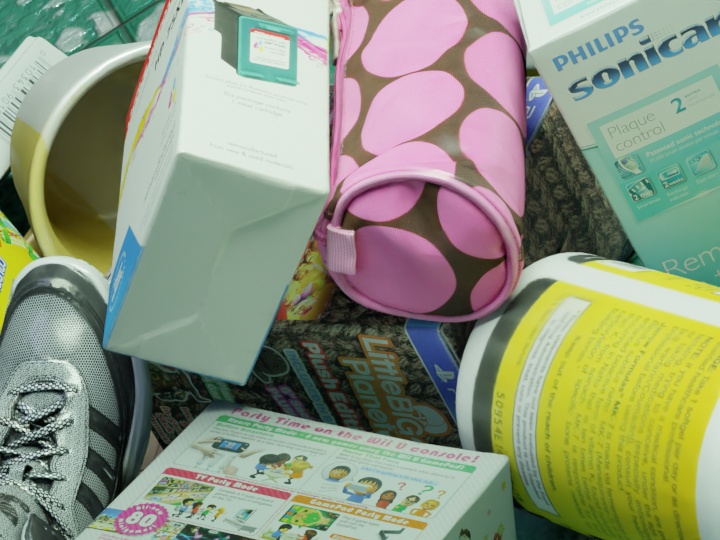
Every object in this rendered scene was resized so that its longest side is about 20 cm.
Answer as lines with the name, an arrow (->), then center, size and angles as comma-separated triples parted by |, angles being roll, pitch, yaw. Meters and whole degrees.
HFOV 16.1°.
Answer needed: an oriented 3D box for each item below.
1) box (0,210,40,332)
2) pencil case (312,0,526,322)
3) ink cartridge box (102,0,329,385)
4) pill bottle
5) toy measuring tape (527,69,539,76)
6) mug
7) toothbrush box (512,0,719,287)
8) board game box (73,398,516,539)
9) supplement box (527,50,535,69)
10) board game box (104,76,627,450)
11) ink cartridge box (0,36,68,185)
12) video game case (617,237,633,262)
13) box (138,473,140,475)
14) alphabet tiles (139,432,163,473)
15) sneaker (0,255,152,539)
box -> -0.256, 0.049, 1.229 | 0.200, 0.193, 0.122 | -31, 26, 15
pencil case -> 0.025, -0.068, 1.097 | 0.093, 0.091, 0.200 | 7, 41, -4
ink cartridge box -> -0.061, -0.064, 1.111 | 0.200, 0.067, 0.116 | -91, 20, -49
pill bottle -> 0.142, 0.065, 1.015 | 0.114, 0.114, 0.200 | -47, 36, -21
toy measuring tape -> 0.108, -0.097, 1.288 | 0.200, 0.074, 0.074 | 8, 51, 44
mug -> -0.135, -0.050, 1.349 | 0.186, 0.150, 0.153 | -21, 18, -16
toothbrush box -> 0.168, -0.073, 1.091 | 0.146, 0.200, 0.085 | -24, 34, 10
board game box -> -0.045, 0.137, 1.007 | 0.147, 0.065, 0.200 | 10, 34, 29
supplement box -> 0.136, -0.173, 1.263 | 0.199, 0.102, 0.103 | -8, 32, -11
board game box -> 0.000, 0.000, 1.184 | 0.199, 0.097, 0.160 | 1, 47, 33
ink cartridge box -> -0.255, -0.018, 1.465 | 0.198, 0.043, 0.200 | -58, 10, -33
video game case -> 0.033, 0.031, 1.223 | 0.143, 0.019, 0.200 | 11, 52, 40
box -> -0.158, 0.158, 1.212 | 0.163, 0.021, 0.200 | -42, 37, -10
alphabet tiles -> -0.093, 0.065, 1.297 | 0.199, 0.008, 0.168 | -13, 38, 27
sneaker -> -0.142, 0.090, 1.095 | 0.075, 0.114, 0.201 | 1, 84, 14
